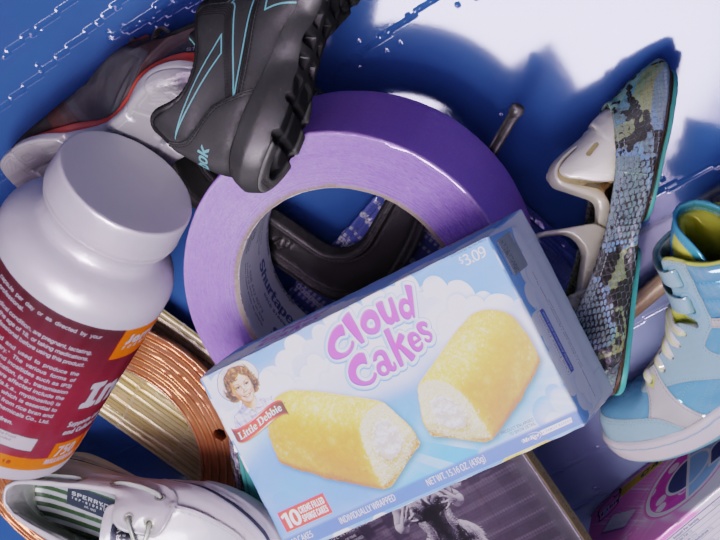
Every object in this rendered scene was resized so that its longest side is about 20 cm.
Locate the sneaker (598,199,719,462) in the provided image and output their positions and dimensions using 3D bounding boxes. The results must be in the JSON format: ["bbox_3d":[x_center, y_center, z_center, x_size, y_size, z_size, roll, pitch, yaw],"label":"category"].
[{"bbox_3d":[0.191,0.028,1.272,0.199,0.080,0.131,-30,109,39],"label":"sneaker"}]

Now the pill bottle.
[{"bbox_3d":[-0.180,0.020,1.297,0.112,0.113,0.201,32,123,-3],"label":"pill bottle"}]

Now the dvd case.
[{"bbox_3d":[0.056,0.160,1.295,0.148,0.016,0.201,-30,100,27],"label":"dvd case"}]

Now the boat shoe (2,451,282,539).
[{"bbox_3d":[-0.135,0.164,1.349,0.199,0.067,0.074,9,104,35],"label":"boat shoe"}]

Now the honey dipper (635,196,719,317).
[{"bbox_3d":[0.169,0.020,1.324,0.038,0.038,0.200,42,115,-8],"label":"honey dipper"}]

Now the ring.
[{"bbox_3d":[-0.162,0.113,1.419,0.199,0.019,0.202,7,118,14],"label":"ring"}]

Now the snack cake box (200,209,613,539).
[{"bbox_3d":[0.024,0.063,1.219,0.199,0.067,0.116,-27,94,26],"label":"snack cake box"}]

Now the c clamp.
[{"bbox_3d":[-0.019,-0.072,1.315,0.199,0.027,0.172,29,118,9],"label":"c clamp"}]

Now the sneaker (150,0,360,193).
[{"bbox_3d":[-0.048,-0.145,1.204,0.079,0.075,0.201,20,78,15],"label":"sneaker"}]

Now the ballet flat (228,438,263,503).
[{"bbox_3d":[-0.043,0.170,1.372,0.071,0.072,0.202,0,99,11],"label":"ballet flat"}]

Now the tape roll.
[{"bbox_3d":[0.000,0.000,1.284,0.198,0.066,0.202,7,118,13],"label":"tape roll"}]

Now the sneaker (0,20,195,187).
[{"bbox_3d":[-0.135,-0.096,1.323,0.199,0.082,0.077,-21,132,38],"label":"sneaker"}]

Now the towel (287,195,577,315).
[{"bbox_3d":[0.037,0.026,1.361,0.145,0.024,0.200,40,115,-8],"label":"towel"}]

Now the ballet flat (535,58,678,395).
[{"bbox_3d":[0.133,-0.029,1.254,0.074,0.074,0.202,9,81,7],"label":"ballet flat"}]

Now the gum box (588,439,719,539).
[{"bbox_3d":[0.217,0.142,1.318,0.066,0.114,0.200,43,112,-9],"label":"gum box"}]

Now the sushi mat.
[{"bbox_3d":[-0.102,0.091,1.407,0.199,0.012,0.096,36,122,-4],"label":"sushi mat"}]
